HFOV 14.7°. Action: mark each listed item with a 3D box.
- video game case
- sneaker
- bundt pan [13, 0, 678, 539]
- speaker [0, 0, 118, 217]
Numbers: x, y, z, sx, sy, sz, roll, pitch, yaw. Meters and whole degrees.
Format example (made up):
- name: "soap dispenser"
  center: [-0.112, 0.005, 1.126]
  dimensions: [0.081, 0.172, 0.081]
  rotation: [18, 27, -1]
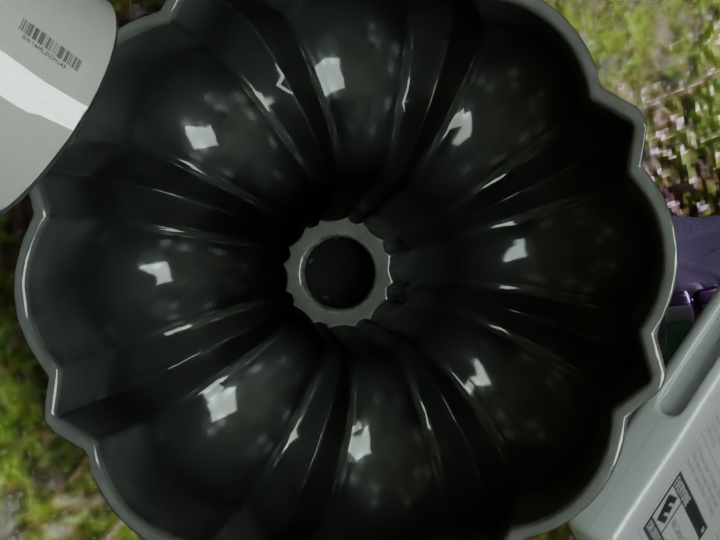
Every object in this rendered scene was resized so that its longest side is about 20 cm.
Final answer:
- name: "video game case"
  center: [0.149, 0.054, 0.991]
  dimensions: [0.182, 0.023, 0.200]
  rotation: [-55, 151, -13]
- name: "sneaker"
  center: [0.062, -0.008, 0.950]
  dimensions: [0.200, 0.074, 0.088]
  rotation: [-17, 103, -29]
- name: "bundt pan"
  center: [0.000, 0.000, 0.859]
  dimensions: [0.202, 0.076, 0.202]
  rotation: [0, 91, 10]
- name: "speaker"
  center: [-0.165, -0.094, 0.742]
  dimensions: [0.200, 0.081, 0.081]
  rotation: [35, 79, -26]
